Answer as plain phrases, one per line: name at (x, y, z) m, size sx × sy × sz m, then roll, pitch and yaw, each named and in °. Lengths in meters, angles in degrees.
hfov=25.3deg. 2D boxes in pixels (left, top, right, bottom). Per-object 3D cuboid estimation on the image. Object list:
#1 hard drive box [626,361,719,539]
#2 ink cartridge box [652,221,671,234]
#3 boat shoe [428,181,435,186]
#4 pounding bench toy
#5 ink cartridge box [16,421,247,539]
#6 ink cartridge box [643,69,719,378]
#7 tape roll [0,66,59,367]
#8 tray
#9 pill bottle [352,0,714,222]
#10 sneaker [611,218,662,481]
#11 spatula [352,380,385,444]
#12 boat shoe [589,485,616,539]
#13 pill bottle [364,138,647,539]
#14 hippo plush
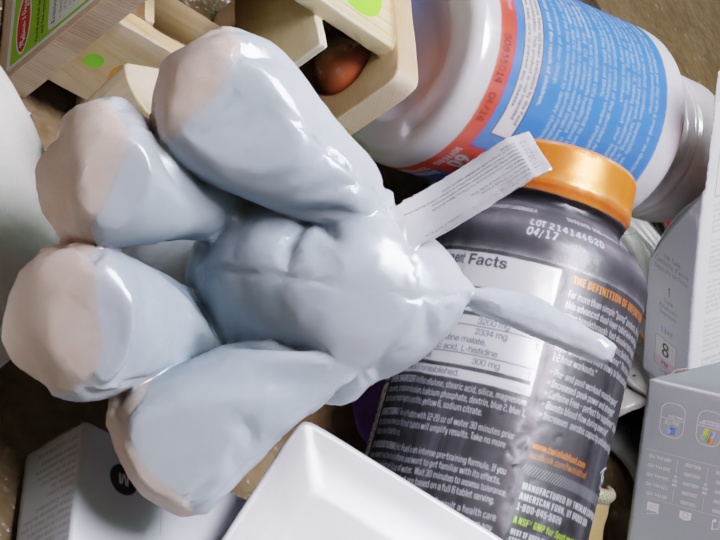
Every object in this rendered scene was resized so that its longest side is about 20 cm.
hard drive box at (0.198, 0.151, 0.813) m, size 0.156 × 0.077 × 0.200 m, roll -3°, pitch 101°, yaw -55°
ink cartridge box at (0.258, 0.029, 1.015) m, size 0.200 × 0.084 × 0.176 m, roll 65°, pitch 7°, yaw 8°
boat shoe at (0.096, 0.021, 0.879) m, size 0.071 × 0.069 × 0.200 m, roll 7°, pitch 59°, yaw -50°
pounding bench toy at (-0.060, -0.096, 0.716) m, size 0.156 × 0.124 × 0.200 m, roll 29°, pitch 43°, yaw -38°
ink cartridge box at (-0.046, 0.181, 0.593) m, size 0.199 × 0.041 × 0.200 m, roll 32°, pitch 42°, yaw -35°
ink cartridge box at (0.235, -0.040, 0.873) m, size 0.162 × 0.057 × 0.200 m, roll -17°, pitch 120°, yaw -24°
tape roll at (-0.197, -0.037, 0.570) m, size 0.203 × 0.037 × 0.203 m, roll 32°, pitch 42°, yaw -35°
tray at (-0.016, 0.144, 0.578) m, size 0.107 × 0.022 × 0.200 m, roll 31°, pitch 38°, yaw 2°
pill bottle at (0.096, -0.085, 0.827) m, size 0.200 × 0.112 × 0.112 m, roll 15°, pitch 53°, yaw -37°
sneaker at (0.153, 0.044, 0.938) m, size 0.092 × 0.076 × 0.200 m, roll -29°, pitch 86°, yaw -51°
spatula at (0.000, 0.000, 0.812) m, size 0.057 × 0.021 × 0.200 m, roll 36°, pitch 36°, yaw -51°
boat shoe at (0.090, 0.124, 0.783) m, size 0.072 × 0.076 × 0.200 m, roll 9°, pitch 59°, yaw -52°
pill bottle at (0.068, 0.044, 0.722) m, size 0.106 × 0.106 × 0.200 m, roll 28°, pitch 73°, yaw -38°
hippo plush at (-0.037, -0.014, 0.623) m, size 0.161 × 0.200 × 0.160 m, roll -135°, pitch -157°, yaw -80°
